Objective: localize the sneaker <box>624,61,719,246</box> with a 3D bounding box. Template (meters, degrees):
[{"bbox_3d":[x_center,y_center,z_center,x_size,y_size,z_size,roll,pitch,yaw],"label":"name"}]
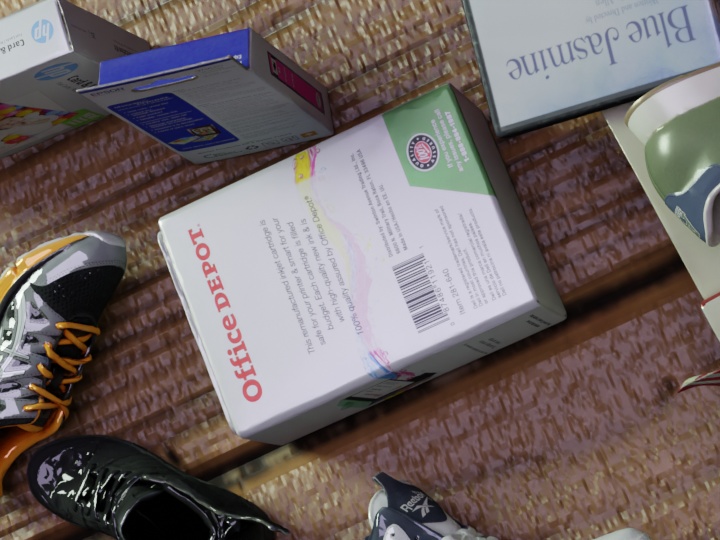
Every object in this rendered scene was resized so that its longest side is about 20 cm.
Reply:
[{"bbox_3d":[0.241,-0.079,1.319,0.200,0.067,0.090,-24,71,14],"label":"sneaker"}]

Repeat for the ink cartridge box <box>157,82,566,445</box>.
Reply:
[{"bbox_3d":[0.000,0.000,1.547,0.200,0.084,0.145,-25,76,12],"label":"ink cartridge box"}]

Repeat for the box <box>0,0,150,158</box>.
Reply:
[{"bbox_3d":[-0.240,-0.102,1.598,0.200,0.156,0.041,-22,79,12],"label":"box"}]

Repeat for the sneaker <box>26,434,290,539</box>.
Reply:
[{"bbox_3d":[-0.126,0.142,1.556,0.199,0.104,0.060,18,88,18],"label":"sneaker"}]

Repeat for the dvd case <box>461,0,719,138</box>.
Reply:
[{"bbox_3d":[0.112,-0.184,1.392,0.142,0.018,0.200,-16,87,29],"label":"dvd case"}]

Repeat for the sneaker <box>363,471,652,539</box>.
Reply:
[{"bbox_3d":[0.063,0.164,1.507,0.199,0.079,0.130,-29,84,22],"label":"sneaker"}]

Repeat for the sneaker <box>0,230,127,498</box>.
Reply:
[{"bbox_3d":[-0.203,0.060,1.602,0.200,0.078,0.077,-52,58,16],"label":"sneaker"}]

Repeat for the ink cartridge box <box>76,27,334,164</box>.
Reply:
[{"bbox_3d":[-0.089,-0.105,1.528,0.094,0.200,0.037,-11,80,14],"label":"ink cartridge box"}]

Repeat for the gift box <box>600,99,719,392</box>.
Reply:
[{"bbox_3d":[0.247,-0.021,1.431,0.200,0.184,0.187,-33,66,14],"label":"gift box"}]
